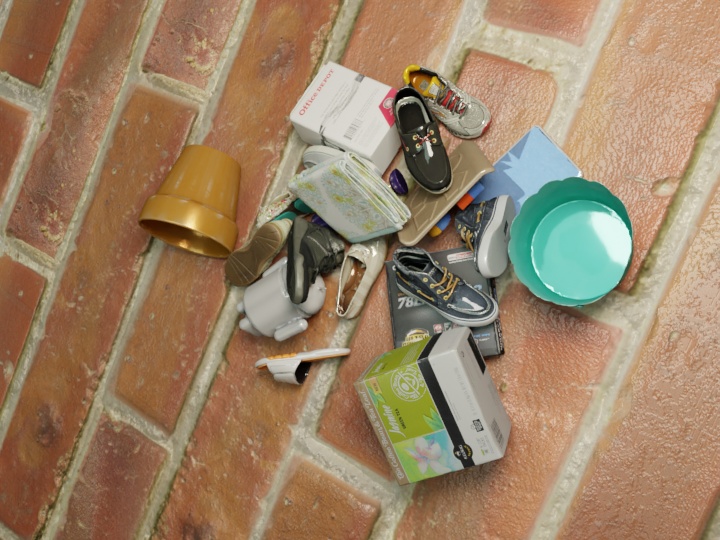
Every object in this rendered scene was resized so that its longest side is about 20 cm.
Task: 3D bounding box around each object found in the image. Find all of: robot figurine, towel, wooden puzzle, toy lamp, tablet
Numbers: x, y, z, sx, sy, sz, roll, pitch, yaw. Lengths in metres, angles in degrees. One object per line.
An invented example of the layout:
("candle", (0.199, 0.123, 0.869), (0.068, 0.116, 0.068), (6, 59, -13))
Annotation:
("robot figurine", (-0.150, 0.055, 1.443), (0.199, 0.113, 0.171), (-30, 59, 20))
("towel", (-0.020, -0.127, 1.313), (0.199, 0.171, 0.048), (-13, 40, 55))
("wooden puzzle", (0.148, -0.133, 1.309), (0.200, 0.186, 0.046), (-41, 111, 14))
("toy lamp", (-0.006, -0.130, 1.423), (0.199, 0.058, 0.059), (-27, 75, 21))
("tablet", (0.282, -0.147, 1.314), (0.200, 0.014, 0.130), (-44, 70, 16))

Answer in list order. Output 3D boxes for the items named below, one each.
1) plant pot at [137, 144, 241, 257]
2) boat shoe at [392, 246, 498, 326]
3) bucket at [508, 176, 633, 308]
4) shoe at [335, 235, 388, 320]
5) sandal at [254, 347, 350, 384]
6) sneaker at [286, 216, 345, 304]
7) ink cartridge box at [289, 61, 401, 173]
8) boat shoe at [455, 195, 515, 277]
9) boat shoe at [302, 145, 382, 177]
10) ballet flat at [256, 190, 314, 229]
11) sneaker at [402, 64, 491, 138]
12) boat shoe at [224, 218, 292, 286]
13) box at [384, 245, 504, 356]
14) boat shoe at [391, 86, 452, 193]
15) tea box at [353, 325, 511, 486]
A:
("plant pot", (-0.331, -0.148, 1.514), (0.198, 0.200, 0.185), (9, 74, 25))
("boat shoe", (0.140, 0.027, 1.260), (0.199, 0.091, 0.071), (23, 66, 26))
("bucket", (0.350, -0.041, 1.206), (0.205, 0.135, 0.210), (-3, 84, 24))
("shoe", (0.000, 0.000, 1.410), (0.069, 0.053, 0.202), (20, 94, 25))
("sandal", (-0.115, 0.191, 1.434), (0.205, 0.079, 0.060), (-11, 78, 22))
("sneaker", (-0.080, -0.015, 1.366), (0.113, 0.200, 0.077), (12, 130, -11))
("ink cartridge box", (-0.013, -0.290, 1.405), (0.199, 0.083, 0.146), (29, 79, 25))
("boat shoe", (0.201, -0.052, 1.244), (0.090, 0.201, 0.071), (-9, 122, 29))
("boat shoe", (-0.050, -0.182, 1.387), (0.200, 0.070, 0.072), (21, 71, 41))
("ballet flat", (-0.129, -0.139, 1.475), (0.199, 0.076, 0.064), (-24, 60, 18))
("sneaker", (0.152, -0.310, 1.350), (0.199, 0.082, 0.078), (37, 101, 22))
("boat shoe", (-0.203, -0.033, 1.484), (0.200, 0.063, 0.074), (-37, 90, 38))
("box", (0.150, 0.065, 1.340), (0.198, 0.050, 0.201), (-9, 83, 23))
("boat shoe", (0.103, -0.226, 1.270), (0.073, 0.063, 0.203), (-19, 67, 3))
("tea box", (0.126, 0.229, 1.261), (0.195, 0.134, 0.201), (-23, 96, 23))
